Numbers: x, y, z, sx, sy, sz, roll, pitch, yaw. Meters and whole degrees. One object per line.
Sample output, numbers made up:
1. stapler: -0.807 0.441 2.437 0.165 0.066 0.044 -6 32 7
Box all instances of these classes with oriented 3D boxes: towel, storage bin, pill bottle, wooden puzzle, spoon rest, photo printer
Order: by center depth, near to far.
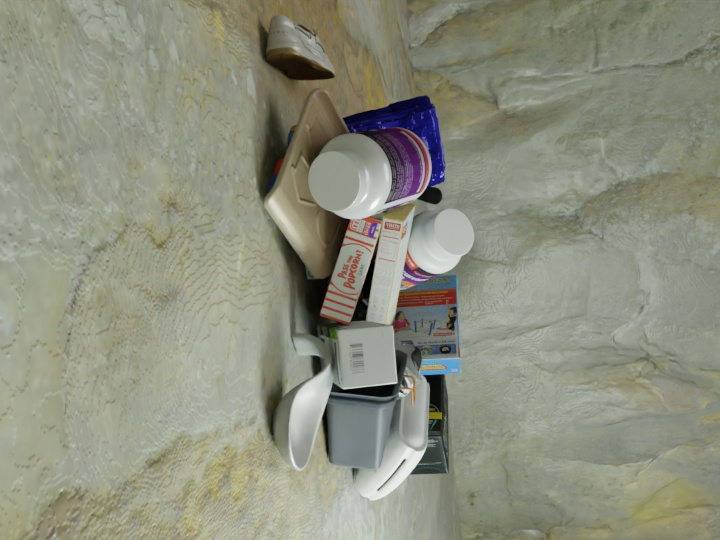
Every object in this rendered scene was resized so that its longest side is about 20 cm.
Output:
1. spoon rest: -0.070 0.160 1.003 0.201 0.060 0.100 -84 165 -49
2. pill bottle: 0.012 -0.133 1.069 0.200 0.112 0.113 -24 109 -60
3. wooden puzzle: -0.065 -0.119 1.093 0.186 0.046 0.201 58 45 -48
4. storage bin: 0.014 0.219 1.255 0.200 0.144 0.136 -61 154 -72
5. towel: 0.039 -0.190 1.272 0.050 0.198 0.149 -153 -132 -72
6. pill bottle: 0.110 -0.040 1.382 0.200 0.111 0.112 -28 -119 59
7. photo printer: 0.057 0.297 1.399 0.167 0.069 0.201 -54 -166 31

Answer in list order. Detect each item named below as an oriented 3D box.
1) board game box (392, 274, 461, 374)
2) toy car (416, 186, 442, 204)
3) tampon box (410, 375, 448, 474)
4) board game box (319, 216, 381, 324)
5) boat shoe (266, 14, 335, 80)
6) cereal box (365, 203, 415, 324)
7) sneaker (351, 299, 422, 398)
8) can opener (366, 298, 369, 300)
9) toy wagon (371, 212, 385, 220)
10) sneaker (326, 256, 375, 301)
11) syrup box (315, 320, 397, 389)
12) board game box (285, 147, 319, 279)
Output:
1. board game box: 0.096 0.108 1.545 0.056 0.198 0.197 75 15 -50
2. toy car: 0.038 -0.151 1.358 0.158 0.198 0.165 -77 159 -60
3. tampon box: 0.103 0.300 1.621 0.201 0.149 0.127 -84 165 -48
4. board game box: -0.013 -0.001 1.178 0.200 0.046 0.153 114 -6 -88
5. boat shoe: -0.082 -0.321 1.139 0.200 0.070 0.070 -8 95 -78
6. cereal box: 0.047 -0.002 1.266 0.144 0.039 0.202 -52 152 -72
7. sneaker: 0.045 0.128 1.403 0.115 0.075 0.201 -12 71 -56
8. can opener: 0.049 -0.006 1.502 0.067 0.053 0.201 90 18 -61
9. toy wagon: 0.042 -0.047 1.558 0.199 0.039 0.157 9 82 -55
10. sneaker: 0.000 0.000 1.375 0.200 0.087 0.074 -70 154 -63
11. syrup box: -0.010 0.116 1.122 0.200 0.081 0.079 171 -86 -78
12. board game box: -0.069 -0.102 1.204 0.126 0.034 0.202 -64 147 -69
